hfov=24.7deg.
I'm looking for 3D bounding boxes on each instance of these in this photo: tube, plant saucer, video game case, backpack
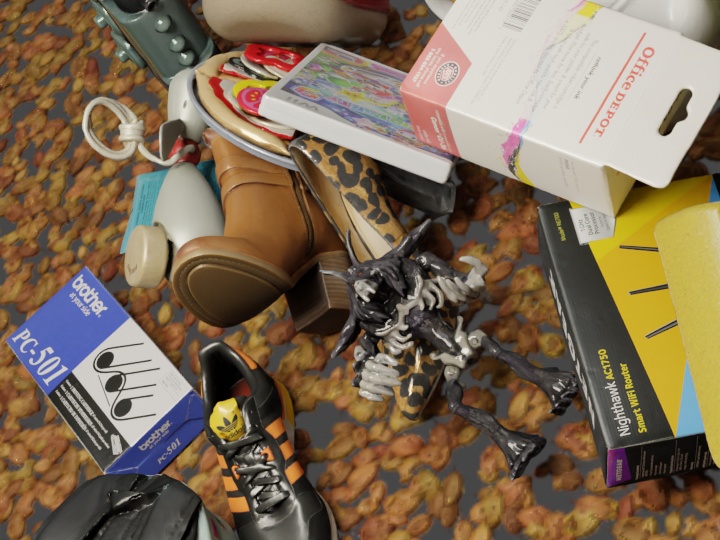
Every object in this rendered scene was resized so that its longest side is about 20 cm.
[{"bbox_3d":[-0.123,-0.066,1.389,0.198,0.050,0.078,-11,52,32],"label":"tube"},{"bbox_3d":[0.294,0.021,0.991,0.197,0.049,0.202,-5,50,-1],"label":"plant saucer"},{"bbox_3d":[0.014,-0.122,1.230,0.142,0.018,0.200,21,21,4],"label":"video game case"},{"bbox_3d":[-0.164,0.240,1.120,0.165,0.127,0.202,11,62,25],"label":"backpack"}]

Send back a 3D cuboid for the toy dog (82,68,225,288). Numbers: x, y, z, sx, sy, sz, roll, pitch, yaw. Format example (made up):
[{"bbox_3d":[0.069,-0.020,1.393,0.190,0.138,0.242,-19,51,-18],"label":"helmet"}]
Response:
[{"bbox_3d":[-0.130,-0.069,1.304,0.096,0.131,0.202,-25,80,55],"label":"toy dog"}]

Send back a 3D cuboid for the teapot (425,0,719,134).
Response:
[{"bbox_3d":[0.167,-0.194,1.226,0.199,0.146,0.198,-32,45,9],"label":"teapot"}]

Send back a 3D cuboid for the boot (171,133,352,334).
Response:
[{"bbox_3d":[-0.086,-0.038,1.218,0.073,0.199,0.156,-30,65,24],"label":"boot"}]

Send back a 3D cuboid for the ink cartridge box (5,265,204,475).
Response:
[{"bbox_3d":[-0.204,0.085,1.322,0.094,0.044,0.200,-43,45,-6],"label":"ink cartridge box"}]

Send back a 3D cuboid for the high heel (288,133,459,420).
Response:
[{"bbox_3d":[0.000,0.000,1.177,0.071,0.141,0.202,-29,49,49],"label":"high heel"}]

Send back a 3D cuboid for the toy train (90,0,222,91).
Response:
[{"bbox_3d":[-0.185,-0.226,1.452,0.085,0.200,0.114,-42,59,-6],"label":"toy train"}]

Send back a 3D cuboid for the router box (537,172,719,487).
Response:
[{"bbox_3d":[0.206,0.033,1.057,0.147,0.051,0.201,-11,50,-1],"label":"router box"}]

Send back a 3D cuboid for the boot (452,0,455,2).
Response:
[{"bbox_3d":[0.131,-0.312,1.341,0.200,0.144,0.071,-35,44,5],"label":"boot"}]

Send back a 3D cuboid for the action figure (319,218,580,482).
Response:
[{"bbox_3d":[0.050,0.043,1.095,0.199,0.102,0.119,37,92,13],"label":"action figure"}]

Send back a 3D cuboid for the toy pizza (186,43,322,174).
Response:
[{"bbox_3d":[-0.039,-0.132,1.299,0.200,0.198,0.032,51,131,45],"label":"toy pizza"}]

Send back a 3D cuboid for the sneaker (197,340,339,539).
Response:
[{"bbox_3d":[-0.078,0.137,1.168,0.069,0.090,0.201,-30,45,9],"label":"sneaker"}]

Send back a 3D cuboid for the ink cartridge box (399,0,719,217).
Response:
[{"bbox_3d":[0.142,-0.115,1.102,0.199,0.068,0.117,24,70,26],"label":"ink cartridge box"}]

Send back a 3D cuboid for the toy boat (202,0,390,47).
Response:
[{"bbox_3d":[-0.053,-0.255,1.366,0.129,0.200,0.133,2,96,17],"label":"toy boat"}]
